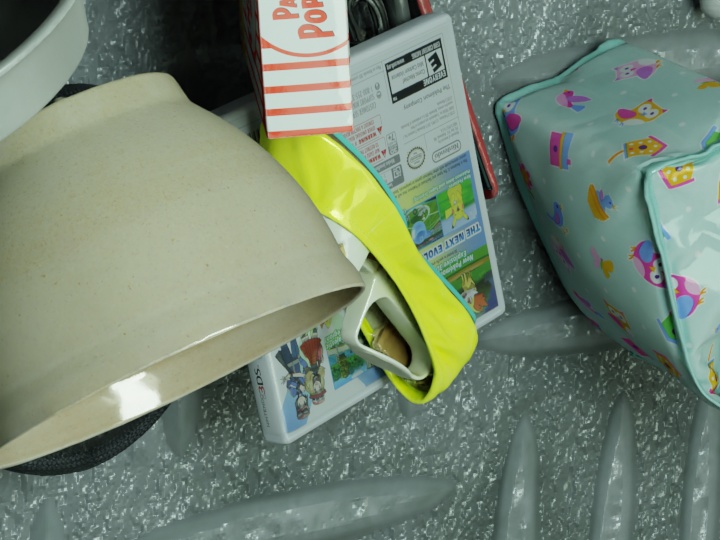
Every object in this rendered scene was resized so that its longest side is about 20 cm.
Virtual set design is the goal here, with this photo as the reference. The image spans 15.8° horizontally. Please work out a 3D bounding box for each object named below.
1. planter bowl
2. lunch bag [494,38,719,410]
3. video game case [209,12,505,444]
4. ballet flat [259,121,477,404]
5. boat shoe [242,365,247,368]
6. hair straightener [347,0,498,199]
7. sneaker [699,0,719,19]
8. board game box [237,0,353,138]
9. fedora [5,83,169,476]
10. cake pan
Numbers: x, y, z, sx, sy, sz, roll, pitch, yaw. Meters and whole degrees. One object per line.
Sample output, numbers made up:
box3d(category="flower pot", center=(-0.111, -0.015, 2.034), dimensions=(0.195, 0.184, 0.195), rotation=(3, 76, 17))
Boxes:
box3d(category="planter bowl", center=(-0.114, -0.009, 1.215), dimensions=(0.200, 0.200, 0.135), rotation=(-21, 82, -31))
box3d(category="lunch bag", center=(0.186, -0.017, 1.554), dimensions=(0.122, 0.170, 0.201), rotation=(-29, 120, -19))
box3d(category="video game case", center=(-0.001, -0.027, 1.422), dimensions=(0.200, 0.022, 0.183), rotation=(-29, 114, -44))
box3d(category="ballet flat", center=(0.000, 0.000, 1.360), dimensions=(0.200, 0.067, 0.067), rotation=(52, 58, -40))
box3d(category="boat shoe", center=(-0.052, -0.003, 1.445), dimensions=(0.200, 0.076, 0.072), rotation=(-29, 119, -38))
box3d(category="hair straightener", center=(0.021, -0.116, 1.482), dimensions=(0.077, 0.041, 0.201), rotation=(-30, 120, -27))
box3d(category="sneaker", center=(0.288, -0.235, 1.636), dimensions=(0.199, 0.075, 0.089), rotation=(-29, 108, -26))
box3d(category="board game box", center=(-0.038, -0.167, 1.324), dimensions=(0.046, 0.200, 0.152), rotation=(-5, 108, -5))
box3d(category="fedora", center=(-0.168, 0.002, 1.339), dimensions=(0.200, 0.091, 0.202), rotation=(-7, 101, -39))
box3d(category="cake pan", center=(-0.212, -0.094, 1.208), dimensions=(0.200, 0.200, 0.037), rotation=(-39, 123, -22))
